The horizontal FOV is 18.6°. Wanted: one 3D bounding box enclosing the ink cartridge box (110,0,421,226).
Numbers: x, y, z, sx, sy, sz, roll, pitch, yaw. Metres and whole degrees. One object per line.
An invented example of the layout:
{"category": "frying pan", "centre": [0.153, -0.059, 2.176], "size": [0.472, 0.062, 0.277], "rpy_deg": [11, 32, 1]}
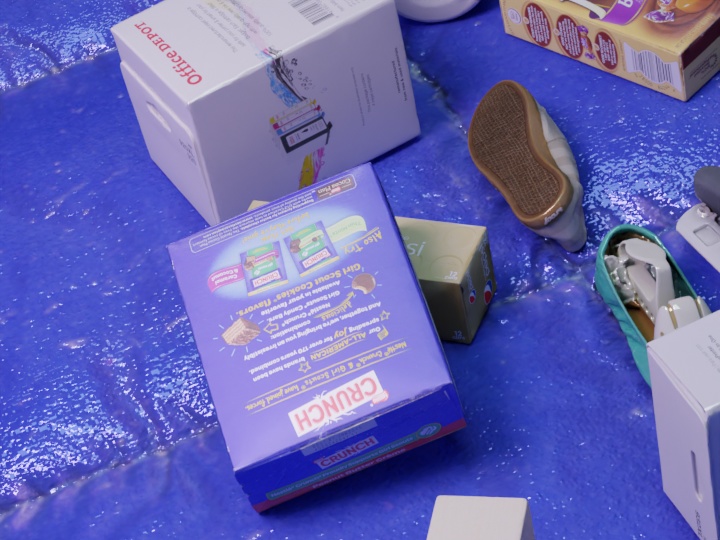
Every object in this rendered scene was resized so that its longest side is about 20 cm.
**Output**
{"category": "ink cartridge box", "centre": [-0.078, -0.156, 1.824], "size": [0.199, 0.145, 0.147], "rpy_deg": [-28, 42, -17]}

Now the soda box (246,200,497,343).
{"category": "soda box", "centre": [0.000, 0.000, 1.691], "size": [0.198, 0.064, 0.068], "rpy_deg": [7, 44, 22]}

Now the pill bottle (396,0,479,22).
{"category": "pill bottle", "centre": [0.062, -0.326, 2.005], "size": [0.111, 0.113, 0.201], "rpy_deg": [-8, 40, 6]}

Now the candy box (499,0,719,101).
{"category": "candy box", "centre": [0.230, -0.226, 1.891], "size": [0.199, 0.057, 0.117], "rpy_deg": [24, 54, 37]}

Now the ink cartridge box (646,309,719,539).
{"category": "ink cartridge box", "centre": [0.297, 0.083, 1.455], "size": [0.199, 0.146, 0.084], "rpy_deg": [-23, 41, -12]}

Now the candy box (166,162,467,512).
{"category": "candy box", "centre": [-0.033, 0.047, 1.582], "size": [0.168, 0.077, 0.201], "rpy_deg": [-21, 56, 3]}

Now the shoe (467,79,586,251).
{"category": "shoe", "centre": [0.136, -0.083, 1.765], "size": [0.070, 0.053, 0.201], "rpy_deg": [-42, 33, 17]}

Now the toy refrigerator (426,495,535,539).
{"category": "toy refrigerator", "centre": [0.063, 0.242, 1.392], "size": [0.069, 0.076, 0.201], "rpy_deg": [0, 43, 15]}

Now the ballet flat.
{"category": "ballet flat", "centre": [0.220, 0.034, 1.588], "size": [0.067, 0.071, 0.200], "rpy_deg": [-20, 42, -9]}

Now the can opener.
{"category": "can opener", "centre": [0.300, -0.006, 1.614], "size": [0.053, 0.067, 0.200], "rpy_deg": [-25, 42, -13]}
